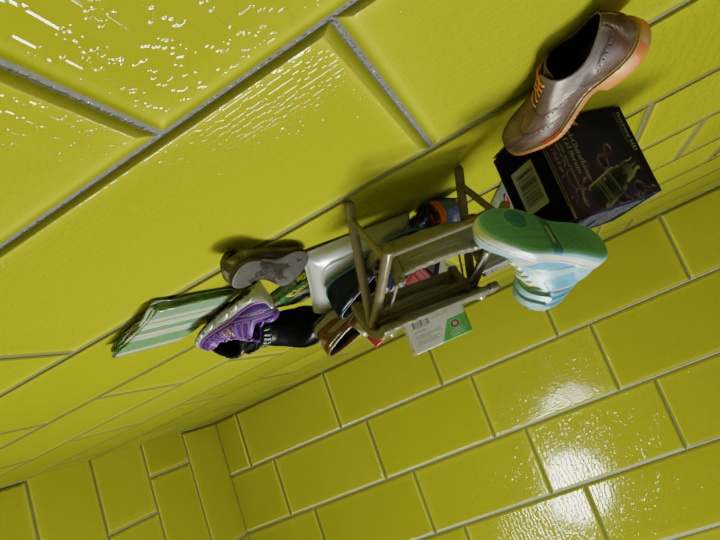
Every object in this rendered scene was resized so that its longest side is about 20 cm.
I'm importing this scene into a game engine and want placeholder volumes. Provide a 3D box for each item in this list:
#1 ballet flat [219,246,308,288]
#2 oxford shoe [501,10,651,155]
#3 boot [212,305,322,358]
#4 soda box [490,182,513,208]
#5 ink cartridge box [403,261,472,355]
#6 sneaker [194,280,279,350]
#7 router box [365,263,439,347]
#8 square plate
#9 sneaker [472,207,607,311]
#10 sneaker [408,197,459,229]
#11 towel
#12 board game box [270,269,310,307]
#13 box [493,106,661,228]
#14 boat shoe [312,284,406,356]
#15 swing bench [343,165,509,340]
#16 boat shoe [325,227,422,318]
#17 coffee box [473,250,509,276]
[{"bbox_3d":[-0.136,-0.011,0.808,0.069,0.046,0.198,-61,161,17],"label":"ballet flat"},{"bbox_3d":[0.209,-0.201,0.610,0.070,0.074,0.200,7,150,-25],"label":"oxford shoe"},{"bbox_3d":[-0.179,0.118,1.077,0.204,0.083,0.156,-10,175,26],"label":"boot"},{"bbox_3d":[0.289,-0.127,1.028,0.061,0.070,0.200,-22,167,0],"label":"soda box"},{"bbox_3d":[0.153,0.073,1.308,0.141,0.207,0.084,-20,171,-3],"label":"ink cartridge box"},{"bbox_3d":[-0.213,0.099,0.963,0.198,0.084,0.081,-32,-166,38],"label":"sneaker"},{"bbox_3d":[0.086,0.048,1.157,0.180,0.049,0.200,-48,-179,16],"label":"router box"},{"bbox_3d":[0.000,0.000,0.989,0.192,0.029,0.202,-22,150,-11],"label":"square plate"},{"bbox_3d":[0.217,-0.003,0.747,0.193,0.081,0.133,10,134,-17],"label":"sneaker"},{"bbox_3d":[0.129,-0.066,0.985,0.076,0.078,0.200,-21,170,-19],"label":"sneaker"},{"bbox_3d":[-0.313,0.085,0.927,0.150,0.024,0.198,-12,161,-47],"label":"towel"},{"bbox_3d":[-0.092,0.021,1.060,0.103,0.024,0.198,-7,159,-47],"label":"board game box"},{"bbox_3d":[0.322,-0.141,0.839,0.194,0.152,0.104,-18,167,-27],"label":"box"},{"bbox_3d":[0.004,0.085,1.018,0.198,0.075,0.075,-37,149,17],"label":"boat shoe"},{"bbox_3d":[0.092,-0.009,0.803,0.193,0.130,0.205,-20,131,-18],"label":"swing bench"},{"bbox_3d":[0.036,0.011,0.936,0.198,0.070,0.084,-38,149,16],"label":"boat shoe"},{"bbox_3d":[0.320,-0.083,1.165,0.194,0.117,0.080,-24,168,12],"label":"coffee box"}]
